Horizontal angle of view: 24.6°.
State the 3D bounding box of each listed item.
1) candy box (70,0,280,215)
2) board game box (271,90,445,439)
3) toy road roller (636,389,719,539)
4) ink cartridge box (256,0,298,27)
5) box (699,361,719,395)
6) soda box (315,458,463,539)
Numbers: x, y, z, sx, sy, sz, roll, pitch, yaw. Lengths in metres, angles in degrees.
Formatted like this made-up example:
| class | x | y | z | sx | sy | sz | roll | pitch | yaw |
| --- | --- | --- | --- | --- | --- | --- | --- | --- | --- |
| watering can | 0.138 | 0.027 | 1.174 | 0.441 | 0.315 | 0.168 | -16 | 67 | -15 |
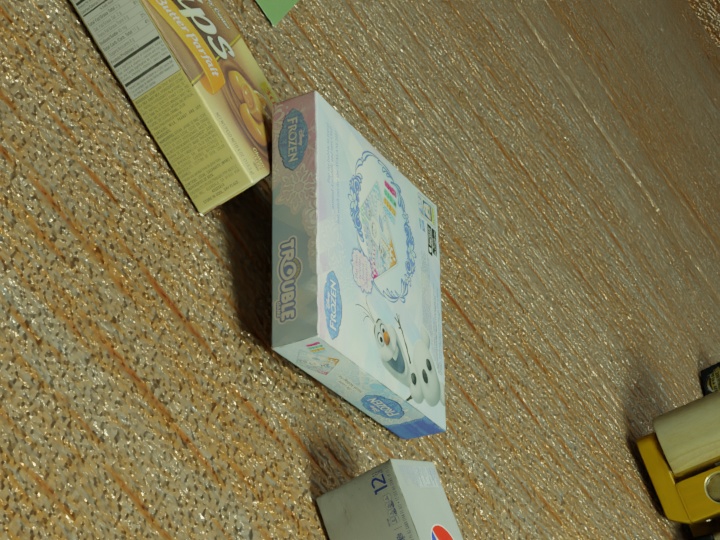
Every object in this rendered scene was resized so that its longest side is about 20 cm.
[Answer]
| class | x | y | z | sx | sy | sz | roll | pitch | yaw |
| --- | --- | --- | --- | --- | --- | --- | --- | --- | --- |
| candy box | -0.127 | -0.150 | 1.213 | 0.200 | 0.055 | 0.115 | 58 | 24 | -4 |
| board game box | 0.000 | 0.000 | 1.235 | 0.199 | 0.043 | 0.200 | 41 | 41 | -52 |
| toy road roller | 0.379 | 0.233 | 1.703 | 0.200 | 0.123 | 0.146 | 69 | 11 | 15 |
| ink cartridge box | -0.079 | -0.319 | 1.516 | 0.146 | 0.048 | 0.200 | 54 | 22 | -13 |
| box | 0.496 | 0.235 | 2.007 | 0.198 | 0.050 | 0.200 | 44 | 28 | -34 |
| soda box | 0.042 | 0.229 | 1.098 | 0.063 | 0.068 | 0.200 | 13 | 51 | -57 |
